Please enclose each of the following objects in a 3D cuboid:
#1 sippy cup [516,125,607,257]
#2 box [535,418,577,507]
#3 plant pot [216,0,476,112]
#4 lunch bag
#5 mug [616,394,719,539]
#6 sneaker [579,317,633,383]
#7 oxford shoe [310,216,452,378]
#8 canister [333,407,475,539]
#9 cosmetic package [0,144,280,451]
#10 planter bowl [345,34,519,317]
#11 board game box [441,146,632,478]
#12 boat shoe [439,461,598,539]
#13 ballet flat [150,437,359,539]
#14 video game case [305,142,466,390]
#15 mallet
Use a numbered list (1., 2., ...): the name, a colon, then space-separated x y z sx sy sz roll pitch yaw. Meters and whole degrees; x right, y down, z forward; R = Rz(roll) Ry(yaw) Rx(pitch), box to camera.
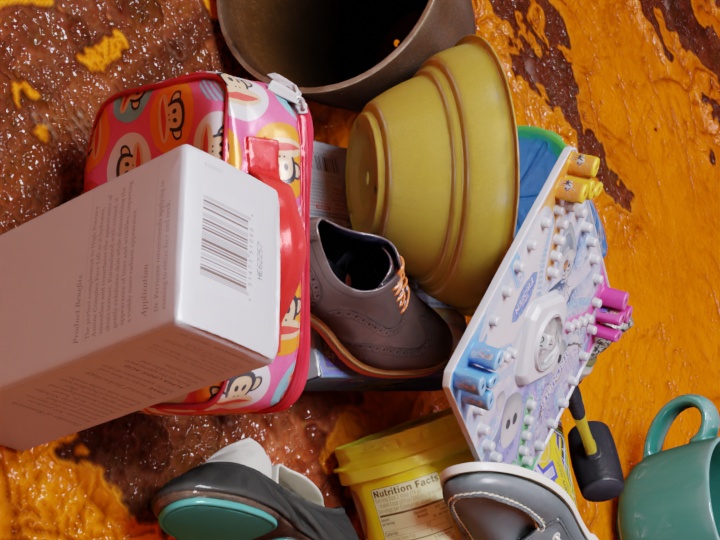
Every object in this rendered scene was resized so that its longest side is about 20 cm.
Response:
1. sippy cup: 0.155 -0.040 1.222 0.130 0.139 0.178 39 62 -50
2. box: 0.133 0.179 1.125 0.070 0.064 0.201 14 62 -49
3. plant pot: 0.015 -0.199 1.089 0.200 0.187 0.187 27 51 -63
4. lunch bag: -0.091 -0.015 0.798 0.082 0.176 0.201 4 84 -41
5. mug: 0.316 0.232 1.299 0.152 0.114 0.185 47 40 -27
6. sneaker: 0.144 0.005 1.092 0.200 0.089 0.077 39 28 -28
7. oxford shoe: 0.009 0.021 0.927 0.200 0.072 0.071 28 51 -43
8. canister: 0.069 0.208 1.006 0.148 0.086 0.200 -11 83 -55
9. cosmetic package: -0.139 0.020 0.722 0.074 0.200 0.102 28 53 -43
10. planter bowl: 0.039 -0.066 0.967 0.083 0.200 0.201 -1 69 -14
11. board game box: 0.132 0.050 0.954 0.200 0.026 0.200 -60 148 -25
12. boat shoe: 0.120 0.196 0.946 0.200 0.073 0.062 45 40 -40
13. ballet flat: -0.068 0.153 0.876 0.200 0.068 0.069 41 33 -49
14. video game case: 0.000 0.000 1.042 0.200 0.045 0.182 7 66 -52
15. mallet: 0.181 0.128 1.114 0.200 0.041 0.066 60 17 -57
